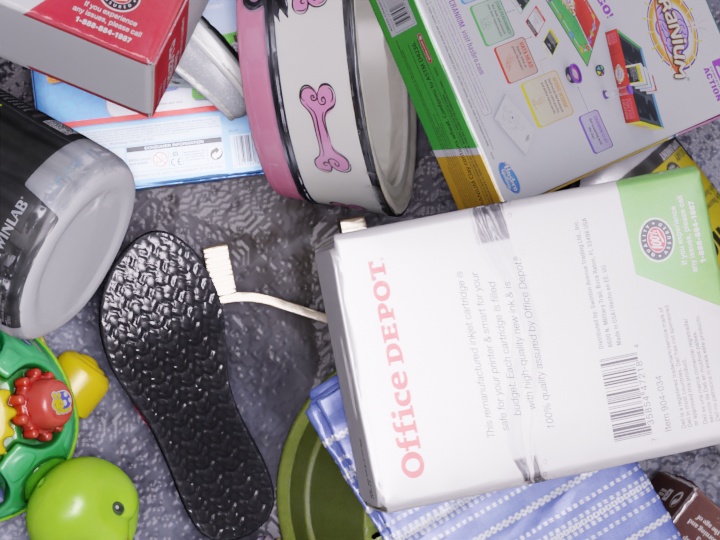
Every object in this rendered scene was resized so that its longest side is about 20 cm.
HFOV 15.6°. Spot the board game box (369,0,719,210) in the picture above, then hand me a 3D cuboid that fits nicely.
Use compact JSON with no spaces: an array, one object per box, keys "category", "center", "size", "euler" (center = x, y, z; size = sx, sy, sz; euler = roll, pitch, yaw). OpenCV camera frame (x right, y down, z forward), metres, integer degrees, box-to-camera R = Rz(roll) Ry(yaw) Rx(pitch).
[{"category":"board game box","center":[0.114,-0.128,1.486],"size":[0.200,0.040,0.153],"euler":[-23,91,-34]}]

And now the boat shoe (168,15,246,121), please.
[{"category":"boat shoe","center":[-0.143,-0.150,1.541],"size":[0.202,0.074,0.065],"euler":[38,93,2]}]

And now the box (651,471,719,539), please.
[{"category":"box","center":[0.168,0.232,1.584],"size":[0.100,0.075,0.200],"euler":[39,85,-12]}]

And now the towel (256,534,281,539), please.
[{"category":"towel","center":[-0.032,0.262,1.570],"size":[0.200,0.023,0.144],"euler":[45,116,-1]}]

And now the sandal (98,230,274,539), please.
[{"category":"sandal","center":[-0.108,0.070,1.584],"size":[0.075,0.045,0.200],"euler":[-21,109,-9]}]

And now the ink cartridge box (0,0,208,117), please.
[{"category":"ink cartridge box","center":[-0.142,-0.210,1.473],"size":[0.144,0.084,0.200],"euler":[23,71,3]}]

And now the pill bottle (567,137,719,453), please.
[{"category":"pill bottle","center":[0.195,0.017,1.577],"size":[0.111,0.111,0.200],"euler":[-38,92,-4]}]

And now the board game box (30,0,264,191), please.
[{"category":"board game box","center":[-0.128,-0.150,1.593],"size":[0.151,0.037,0.200],"euler":[-7,90,-4]}]

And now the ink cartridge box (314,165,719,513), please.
[{"category":"ink cartridge box","center":[0.087,0.036,1.374],"size":[0.200,0.084,0.146],"euler":[-11,89,-9]}]

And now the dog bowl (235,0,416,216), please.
[{"category":"dog bowl","center":[-0.019,-0.128,1.529],"size":[0.074,0.200,0.200],"euler":[-4,89,11]}]

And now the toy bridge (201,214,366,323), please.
[{"category":"toy bridge","center":[0.000,0.000,1.604],"size":[0.200,0.027,0.067],"euler":[-12,91,-4]}]

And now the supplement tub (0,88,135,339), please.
[{"category":"supplement tub","center":[-0.242,-0.055,1.525],"size":[0.200,0.123,0.123],"euler":[30,87,15]}]

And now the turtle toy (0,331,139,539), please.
[{"category":"turtle toy","center":[-0.215,0.100,1.549],"size":[0.200,0.101,0.146],"euler":[38,87,-2]}]

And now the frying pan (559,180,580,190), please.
[{"category":"frying pan","center":[0.113,-0.102,1.561],"size":[0.190,0.115,0.031],"euler":[-54,136,-31]}]

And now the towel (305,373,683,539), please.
[{"category":"towel","center":[0.077,0.119,1.424],"size":[0.145,0.024,0.200],"euler":[-31,92,-7]}]

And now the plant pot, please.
[{"category":"plant pot","center":[0.053,0.136,1.524],"size":[0.200,0.190,0.200],"euler":[0,89,-3]}]
